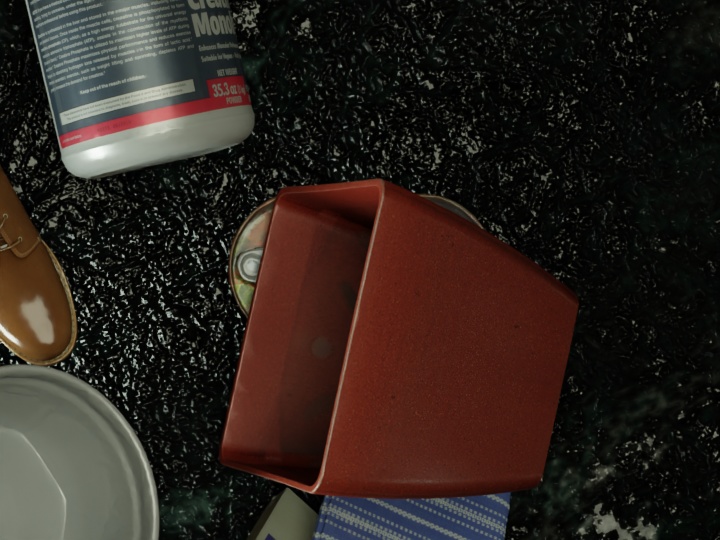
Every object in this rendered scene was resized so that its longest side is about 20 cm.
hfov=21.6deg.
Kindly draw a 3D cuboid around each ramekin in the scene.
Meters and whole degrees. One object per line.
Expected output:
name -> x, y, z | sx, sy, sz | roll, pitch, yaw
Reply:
ramekin -> -0.247, 0.172, 1.289 | 0.199, 0.105, 0.202 | 10, 72, -35

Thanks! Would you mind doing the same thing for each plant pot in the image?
plant pot -> 0.033, 0.060, 1.293 | 0.175, 0.200, 0.202 | 15, 85, -23

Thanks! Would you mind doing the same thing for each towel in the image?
towel -> 0.030, 0.207, 1.360 | 0.144, 0.024, 0.201 | 23, 54, -11

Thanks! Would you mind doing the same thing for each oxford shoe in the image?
oxford shoe -> -0.261, -0.021, 1.336 | 0.071, 0.071, 0.201 | -28, 96, -9

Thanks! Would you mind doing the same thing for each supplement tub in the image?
supplement tub -> -0.159, -0.174, 1.315 | 0.139, 0.140, 0.202 | -13, 93, -9

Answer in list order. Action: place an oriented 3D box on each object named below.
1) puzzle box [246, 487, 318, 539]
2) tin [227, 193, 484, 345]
puzzle box -> -0.012, 0.264, 1.357 | 0.200, 0.133, 0.025 | 44, 127, -6
tin -> 0.000, 0.000, 1.395 | 0.198, 0.042, 0.113 | 2, 86, -10
